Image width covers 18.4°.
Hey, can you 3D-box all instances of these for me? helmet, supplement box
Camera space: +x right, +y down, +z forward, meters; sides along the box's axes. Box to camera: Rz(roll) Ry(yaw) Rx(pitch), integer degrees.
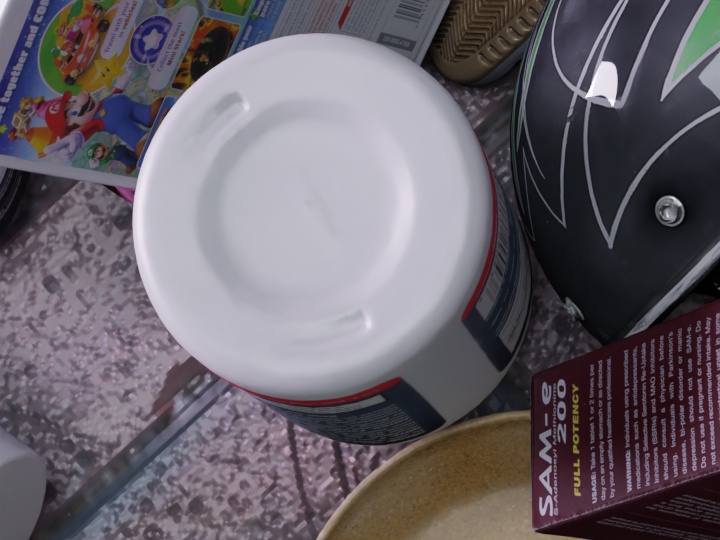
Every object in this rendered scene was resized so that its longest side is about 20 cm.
[{"bbox_3d":[0.150,-0.058,0.792,0.189,0.200,0.202,13,81,-1],"label":"helmet"},{"bbox_3d":[0.156,0.046,0.721,0.199,0.108,0.061,-27,56,50],"label":"supplement box"}]

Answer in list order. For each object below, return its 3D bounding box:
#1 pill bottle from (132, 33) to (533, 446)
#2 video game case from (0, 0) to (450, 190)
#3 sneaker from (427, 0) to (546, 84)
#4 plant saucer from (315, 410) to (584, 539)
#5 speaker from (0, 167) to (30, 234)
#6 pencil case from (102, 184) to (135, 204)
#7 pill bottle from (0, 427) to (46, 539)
[{"bbox_3d":[0.000,0.000,0.801,0.118,0.200,0.121,-2,78,10],"label":"pill bottle"},{"bbox_3d":[-0.049,-0.094,0.818,0.018,0.199,0.144,40,111,39],"label":"video game case"},{"bbox_3d":[0.112,-0.150,0.881,0.201,0.108,0.070,-55,52,29],"label":"sneaker"},{"bbox_3d":[0.069,0.155,0.841,0.198,0.035,0.202,-2,79,10],"label":"plant saucer"},{"bbox_3d":[-0.238,-0.066,0.915,0.198,0.081,0.082,13,81,18],"label":"speaker"},{"bbox_3d":[-0.043,-0.115,0.894,0.200,0.091,0.094,-48,31,-2],"label":"pencil case"},{"bbox_3d":[-0.228,0.060,0.872,0.199,0.120,0.120,30,85,17],"label":"pill bottle"}]
